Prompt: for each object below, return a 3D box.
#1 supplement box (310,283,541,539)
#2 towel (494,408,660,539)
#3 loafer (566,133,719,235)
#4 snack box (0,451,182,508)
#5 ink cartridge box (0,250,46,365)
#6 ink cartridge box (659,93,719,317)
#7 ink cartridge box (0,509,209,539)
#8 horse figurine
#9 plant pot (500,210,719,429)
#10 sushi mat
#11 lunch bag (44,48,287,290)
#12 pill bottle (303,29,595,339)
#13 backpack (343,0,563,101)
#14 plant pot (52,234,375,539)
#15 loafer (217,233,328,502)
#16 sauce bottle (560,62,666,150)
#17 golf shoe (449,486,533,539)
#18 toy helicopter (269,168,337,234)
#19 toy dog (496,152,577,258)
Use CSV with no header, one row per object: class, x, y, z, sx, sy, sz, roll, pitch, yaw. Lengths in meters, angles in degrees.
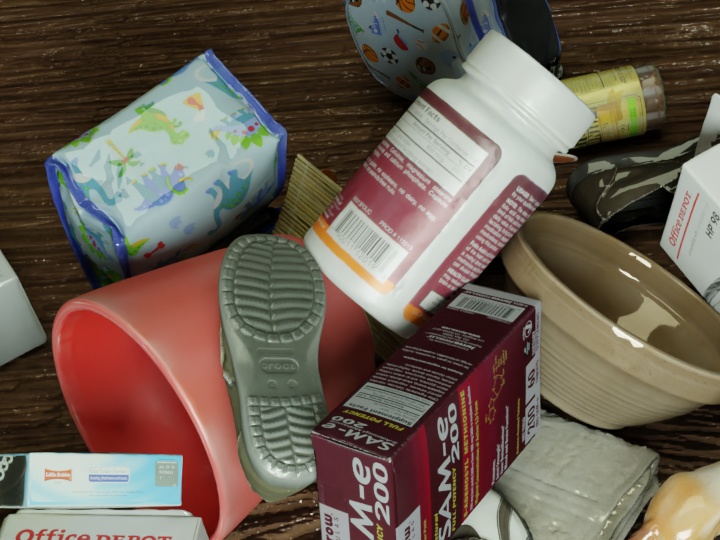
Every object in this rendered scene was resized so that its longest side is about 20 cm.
supplement box,0.048,0.103,0.923,0.061,0.109,0.200,14,34,29
towel,0.104,0.150,1.034,0.199,0.035,0.133,21,51,32
loafer,0.275,-0.064,1.200,0.199,0.073,0.072,-13,53,6
snack box,-0.226,0.146,1.000,0.200,0.116,0.037,-10,77,48
ink cartridge box,-0.382,0.012,1.250,0.144,0.084,0.200,-29,45,-16
ink cartridge box,0.290,-0.020,1.069,0.067,0.116,0.200,-28,63,-14
ink cartridge box,-0.183,0.262,0.944,0.146,0.083,0.201,-1,44,12
horse figurine,0.229,0.155,0.927,0.199,0.133,0.050,-29,45,-16
plant pot,0.177,0.050,1.048,0.200,0.093,0.201,26,21,-11
sushi mat,0.000,0.000,1.117,0.012,0.096,0.200,-7,38,-46
lunch bag,-0.152,-0.052,1.187,0.170,0.200,0.128,-35,73,-19
pill bottle,0.063,-0.060,1.002,0.200,0.114,0.114,-50,47,7
backpack,0.073,-0.246,1.356,0.154,0.201,0.190,-39,36,-27
plant pot,-0.098,0.073,1.058,0.200,0.201,0.177,29,46,35
loafer,-0.063,0.062,0.937,0.075,0.070,0.201,8,50,-15
sauce bottle,0.172,-0.136,1.295,0.199,0.065,0.065,-13,43,2
golf shoe,0.073,0.198,0.919,0.078,0.094,0.200,-37,51,12
toy helicopter,-0.008,-0.049,1.254,0.132,0.079,0.200,5,35,30
toy dog,0.117,-0.049,1.147,0.096,0.200,0.132,40,98,16
